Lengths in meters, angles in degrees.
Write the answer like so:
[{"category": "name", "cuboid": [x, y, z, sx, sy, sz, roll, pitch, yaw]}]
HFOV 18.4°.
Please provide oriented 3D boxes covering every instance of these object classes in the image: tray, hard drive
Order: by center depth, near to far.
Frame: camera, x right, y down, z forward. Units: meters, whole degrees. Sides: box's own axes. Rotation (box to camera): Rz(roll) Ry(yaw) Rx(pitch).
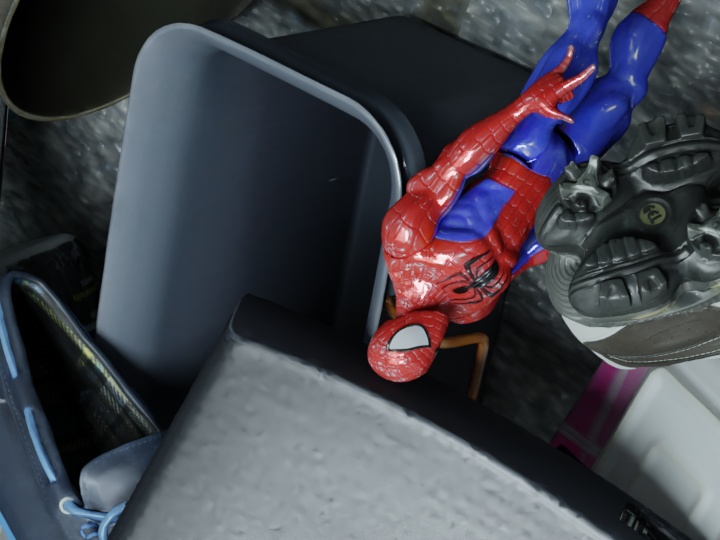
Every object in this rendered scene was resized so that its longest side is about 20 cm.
[{"category": "hard drive", "cuboid": [0.014, 0.108, 0.738, 0.200, 0.042, 0.135, 30, 93, 8]}, {"category": "tray", "cuboid": [0.091, 0.119, 0.785, 0.200, 0.022, 0.107, -62, 37, 17]}]

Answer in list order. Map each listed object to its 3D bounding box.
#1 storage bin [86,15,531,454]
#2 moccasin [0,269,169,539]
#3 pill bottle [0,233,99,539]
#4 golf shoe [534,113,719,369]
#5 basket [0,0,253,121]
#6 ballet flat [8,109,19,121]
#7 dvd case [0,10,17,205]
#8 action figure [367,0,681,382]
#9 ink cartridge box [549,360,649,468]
[{"category": "storage bin", "cuboid": [0.000, 0.000, 0.848, 0.145, 0.134, 0.200, 28, 123, 29]}, {"category": "moccasin", "cuboid": [-0.092, 0.083, 0.813, 0.200, 0.080, 0.068, 45, 125, 17]}, {"category": "pill bottle", "cuboid": [-0.148, 0.092, 1.022, 0.106, 0.106, 0.200, -14, 97, 41]}, {"category": "golf shoe", "cuboid": [0.158, -0.020, 0.731, 0.095, 0.200, 0.078, 70, -173, -57]}, {"category": "basket", "cuboid": [-0.129, -0.191, 0.884, 0.180, 0.136, 0.200, -45, 67, 6]}, {"category": "ballet flat", "cuboid": [-0.196, -0.088, 1.028, 0.200, 0.071, 0.071, -35, 83, 39]}, {"category": "dvd case", "cuboid": [-0.200, -0.006, 0.944, 0.146, 0.022, 0.200, -5, 80, 49]}, {"category": "action figure", "cuboid": [0.065, -0.045, 0.745, 0.052, 0.200, 0.065, 28, 167, 44]}, {"category": "ink cartridge box", "cuboid": [0.148, 0.030, 0.807, 0.095, 0.037, 0.200, 43, 126, 20]}]
